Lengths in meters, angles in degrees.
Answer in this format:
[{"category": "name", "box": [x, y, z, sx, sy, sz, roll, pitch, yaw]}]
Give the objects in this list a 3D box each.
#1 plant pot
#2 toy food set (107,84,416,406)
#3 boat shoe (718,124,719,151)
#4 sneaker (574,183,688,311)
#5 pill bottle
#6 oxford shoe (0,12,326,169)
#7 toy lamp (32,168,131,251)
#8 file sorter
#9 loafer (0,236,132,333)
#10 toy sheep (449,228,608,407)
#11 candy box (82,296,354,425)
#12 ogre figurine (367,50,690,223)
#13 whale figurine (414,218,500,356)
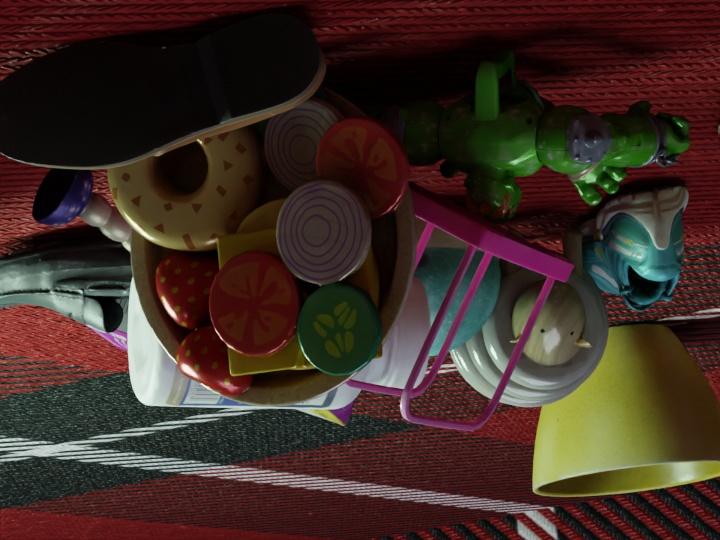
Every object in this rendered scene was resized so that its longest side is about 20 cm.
[{"category": "plant pot", "box": [0.255, 0.131, 2.532, 0.198, 0.143, 0.200, -6, 168, -1]}, {"category": "toy food set", "box": [-0.055, -0.021, 1.551, 0.197, 0.202, 0.049, -9, 175, 26]}, {"category": "boat shoe", "box": [0.279, -0.079, 1.774, 0.071, 0.063, 0.200, -10, 169, 7]}, {"category": "sneaker", "box": [0.208, -0.007, 2.025, 0.077, 0.080, 0.200, -6, 168, -4]}, {"category": "pill bottle", "box": [-0.057, 0.041, 1.846, 0.199, 0.112, 0.111, 2, 166, -17]}, {"category": "oxford shoe", "box": [-0.114, -0.094, 1.496, 0.199, 0.072, 0.071, -9, 173, 7]}, {"category": "toy lamp", "box": [-0.120, -0.005, 1.728, 0.199, 0.059, 0.058, 32, 149, -27]}, {"category": "file sorter", "box": [0.000, 0.000, 1.628, 0.199, 0.126, 0.139, 28, -175, 27]}, {"category": "loafer", "box": [-0.195, 0.011, 1.917, 0.199, 0.071, 0.068, -9, 175, 16]}, {"category": "toy sheep", "box": [0.128, 0.041, 2.057, 0.137, 0.139, 0.200, -4, 173, -10]}, {"category": "candy box", "box": [-0.103, 0.052, 2.002, 0.199, 0.061, 0.136, 17, 172, 12]}, {"category": "ogre figurine", "box": [0.087, -0.083, 1.599, 0.199, 0.099, 0.120, 23, -170, 16]}, {"category": "whale figurine", "box": [0.006, 0.016, 1.969, 0.198, 0.105, 0.159, -6, 168, 5]}]
